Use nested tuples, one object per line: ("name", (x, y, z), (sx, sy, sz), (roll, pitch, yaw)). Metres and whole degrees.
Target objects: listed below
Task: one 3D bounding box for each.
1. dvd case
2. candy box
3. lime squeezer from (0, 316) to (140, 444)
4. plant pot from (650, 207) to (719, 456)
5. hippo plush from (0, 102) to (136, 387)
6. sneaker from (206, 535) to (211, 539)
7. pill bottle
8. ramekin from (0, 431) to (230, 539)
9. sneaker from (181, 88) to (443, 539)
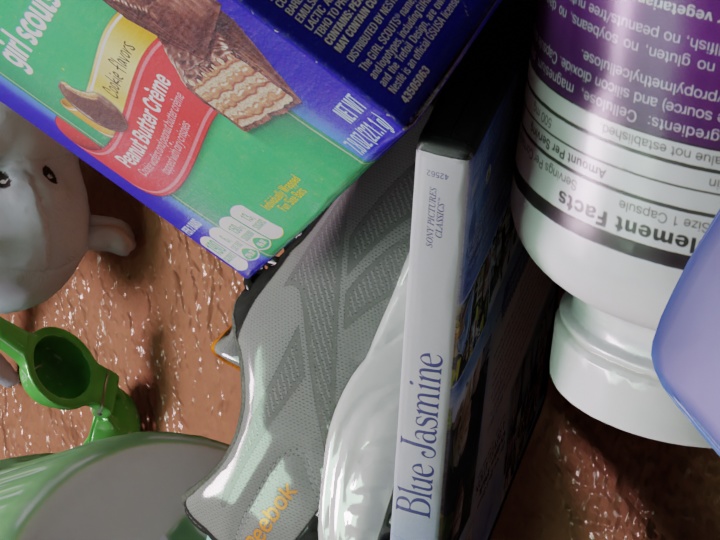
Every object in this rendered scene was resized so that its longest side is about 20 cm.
("dvd case", (0.038, 0.005, 0.830), (0.143, 0.017, 0.201), (-63, -18, -49))
("candy box", (-0.072, -0.100, 0.776), (0.200, 0.077, 0.169), (37, 159, -5))
("lime squeezer", (-0.133, 0.050, 1.194), (0.070, 0.038, 0.200), (11, 149, 26))
("plant pot", (0.201, -0.003, 0.506), (0.200, 0.199, 0.180), (49, 129, 44))
("hippo plush", (-0.194, -0.032, 1.207), (0.161, 0.159, 0.201), (10, 104, 59))
("sneaker", (-0.001, 0.044, 0.982), (0.140, 0.077, 0.201), (66, -133, -83))
("pill bottle", (0.101, -0.060, 0.742), (0.112, 0.112, 0.201), (37, 128, 51))
("ramekin", (-0.083, 0.154, 1.024), (0.098, 0.199, 0.201), (-27, 73, 51))
("sneaker", (0.000, 0.000, 0.880), (0.074, 0.079, 0.201), (51, -125, -73))
